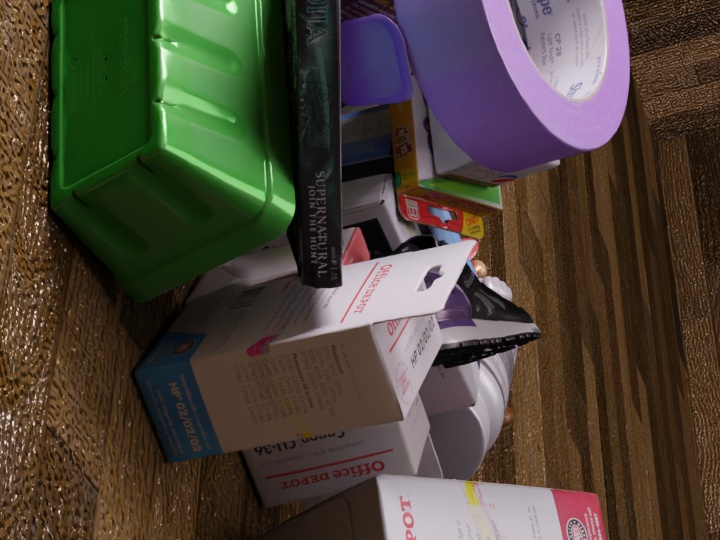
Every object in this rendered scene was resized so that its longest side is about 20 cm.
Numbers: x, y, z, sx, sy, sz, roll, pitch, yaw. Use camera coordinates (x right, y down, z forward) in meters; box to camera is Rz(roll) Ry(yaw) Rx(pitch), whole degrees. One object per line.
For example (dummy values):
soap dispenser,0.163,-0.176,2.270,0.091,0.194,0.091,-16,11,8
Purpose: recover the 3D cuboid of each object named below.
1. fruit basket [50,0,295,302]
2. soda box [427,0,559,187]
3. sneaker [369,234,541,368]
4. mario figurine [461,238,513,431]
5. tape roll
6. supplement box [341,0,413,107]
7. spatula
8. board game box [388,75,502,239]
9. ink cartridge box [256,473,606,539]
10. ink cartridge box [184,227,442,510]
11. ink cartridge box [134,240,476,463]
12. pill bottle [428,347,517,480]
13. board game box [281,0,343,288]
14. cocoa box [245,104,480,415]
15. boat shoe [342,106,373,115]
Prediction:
fruit basket,-0.096,-0.079,1.204,0.215,0.155,0.217,36,41,-40
soda box,0.084,-0.164,1.376,0.068,0.063,0.202,9,69,-48
sneaker,0.066,0.016,1.344,0.200,0.075,0.088,6,66,-68
mario figurine,0.100,0.048,1.809,0.106,0.123,0.201,-43,123,-58
tape roll,0.101,-0.169,1.281,0.200,0.065,0.202,25,59,-51
supplement box,-0.031,-0.183,1.336,0.131,0.199,0.104,20,55,-51
spatula,-0.054,-0.125,1.266,0.021,0.199,0.057,-26,107,-61
board game box,0.057,-0.127,1.401,0.095,0.030,0.202,12,70,-46
ink cartridge box,0.053,0.228,1.289,0.199,0.144,0.146,11,61,-37
ink cartridge box,-0.027,0.084,1.325,0.068,0.116,0.201,-68,140,-64
ink cartridge box,-0.023,0.049,1.200,0.115,0.199,0.068,-58,132,-62
pill bottle,0.070,0.099,1.659,0.200,0.113,0.114,-66,140,-65
board game box,-0.029,-0.102,1.174,0.135,0.028,0.202,-113,-159,-74
cocoa box,0.000,0.000,1.457,0.132,0.132,0.201,-81,152,-51
boat shoe,-0.025,-0.208,1.684,0.063,0.071,0.201,-12,84,-77
